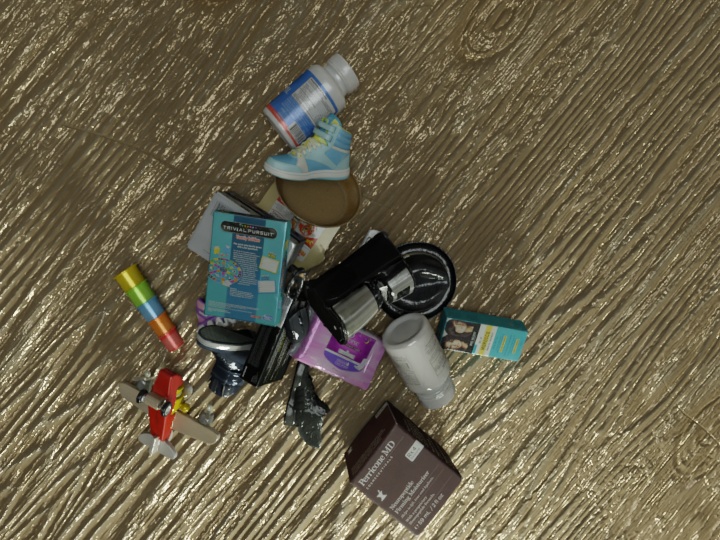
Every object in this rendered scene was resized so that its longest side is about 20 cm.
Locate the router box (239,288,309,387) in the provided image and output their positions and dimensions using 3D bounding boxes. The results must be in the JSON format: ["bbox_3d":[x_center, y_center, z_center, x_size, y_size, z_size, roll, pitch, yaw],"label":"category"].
[{"bbox_3d":[-0.175,0.142,1.328,0.050,0.149,0.204,24,92,14],"label":"router box"}]

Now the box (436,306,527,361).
[{"bbox_3d":[0.277,0.147,1.418,0.194,0.049,0.084,10,115,-7],"label":"box"}]

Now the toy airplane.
[{"bbox_3d":[-0.413,0.302,1.340,0.196,0.142,0.203,-21,110,34],"label":"toy airplane"}]

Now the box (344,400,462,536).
[{"bbox_3d":[0.091,0.437,1.380,0.199,0.164,0.167,39,91,-8],"label":"box"}]

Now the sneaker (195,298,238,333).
[{"bbox_3d":[-0.276,0.069,1.352,0.195,0.080,0.091,-20,88,-4],"label":"sneaker"}]

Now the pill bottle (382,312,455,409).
[{"bbox_3d":[0.136,0.205,1.372,0.113,0.115,0.203,-30,116,-3],"label":"pill bottle"}]

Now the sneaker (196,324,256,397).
[{"bbox_3d":[-0.298,0.197,1.310,0.076,0.201,0.148,35,96,28],"label":"sneaker"}]

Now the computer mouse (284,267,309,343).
[{"bbox_3d":[-0.121,0.076,1.224,0.058,0.203,0.034,-30,55,-31],"label":"computer mouse"}]

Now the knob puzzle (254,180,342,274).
[{"bbox_3d":[-0.158,-0.082,1.368,0.213,0.030,0.227,1,97,4],"label":"knob puzzle"}]

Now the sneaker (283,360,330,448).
[{"bbox_3d":[-0.113,0.297,1.400,0.101,0.060,0.205,14,99,-6],"label":"sneaker"}]

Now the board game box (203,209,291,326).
[{"bbox_3d":[-0.221,-0.006,1.210,0.147,0.047,0.206,9,98,4],"label":"board game box"}]

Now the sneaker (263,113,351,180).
[{"bbox_3d":[-0.102,-0.256,1.260,0.196,0.079,0.134,-7,121,-35],"label":"sneaker"}]

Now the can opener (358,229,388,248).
[{"bbox_3d":[0.000,0.000,1.375,0.053,0.067,0.203,30,85,-8],"label":"can opener"}]

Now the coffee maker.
[{"bbox_3d":[-0.012,0.015,1.260,0.198,0.134,0.194,-36,96,-19],"label":"coffee maker"}]

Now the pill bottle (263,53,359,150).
[{"bbox_3d":[-0.101,-0.360,1.308,0.199,0.112,0.113,-41,98,-2],"label":"pill bottle"}]

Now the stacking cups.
[{"bbox_3d":[-0.455,0.086,1.338,0.060,0.061,0.203,-31,98,-2],"label":"stacking cups"}]

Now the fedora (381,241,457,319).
[{"bbox_3d":[0.129,0.032,1.380,0.194,0.092,0.207,-1,96,-6],"label":"fedora"}]

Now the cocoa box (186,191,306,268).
[{"bbox_3d":[-0.233,-0.058,1.295,0.197,0.131,0.135,32,100,0],"label":"cocoa box"}]

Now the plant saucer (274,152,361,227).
[{"bbox_3d":[-0.093,-0.169,1.324,0.195,0.036,0.205,12,57,-19],"label":"plant saucer"}]

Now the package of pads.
[{"bbox_3d":[-0.049,0.168,1.359,0.197,0.075,0.123,27,88,-25],"label":"package of pads"}]
